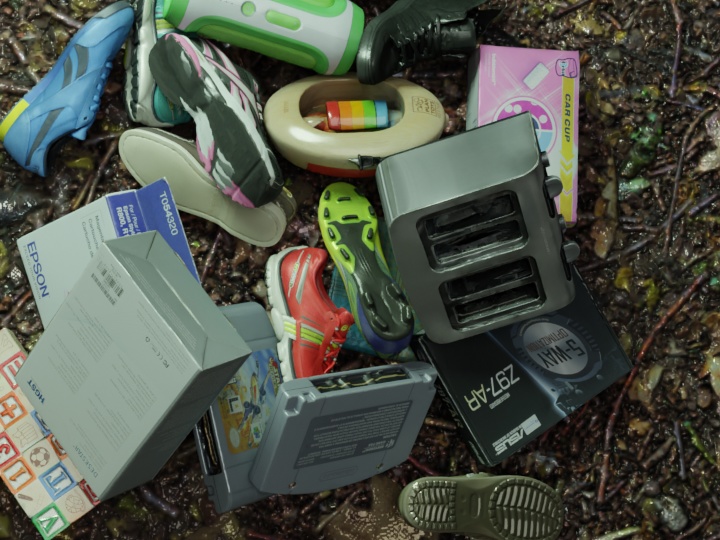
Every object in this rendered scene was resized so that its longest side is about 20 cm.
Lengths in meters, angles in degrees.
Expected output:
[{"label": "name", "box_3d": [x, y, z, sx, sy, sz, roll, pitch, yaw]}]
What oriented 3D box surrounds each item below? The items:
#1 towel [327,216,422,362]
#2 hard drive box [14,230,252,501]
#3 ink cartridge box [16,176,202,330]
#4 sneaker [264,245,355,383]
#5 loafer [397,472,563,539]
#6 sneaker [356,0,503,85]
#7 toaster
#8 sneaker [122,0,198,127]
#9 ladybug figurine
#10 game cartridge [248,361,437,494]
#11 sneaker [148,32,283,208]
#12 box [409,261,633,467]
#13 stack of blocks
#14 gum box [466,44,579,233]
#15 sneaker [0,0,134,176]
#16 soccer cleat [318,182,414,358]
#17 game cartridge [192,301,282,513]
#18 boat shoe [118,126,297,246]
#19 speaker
[{"label": "towel", "box_3d": [0.061, 0.029, 1.406, 0.198, 0.022, 0.148, 15, 83, -9]}, {"label": "hard drive box", "box_3d": [-0.217, 0.089, 1.206, 0.156, 0.077, 0.200, 50, 122, 16]}, {"label": "ink cartridge box", "box_3d": [-0.243, 0.031, 1.285, 0.043, 0.199, 0.198, -13, 84, -53]}, {"label": "sneaker", "box_3d": [-0.044, 0.072, 1.338, 0.084, 0.077, 0.202, -14, 85, 8]}, {"label": "loafer", "box_3d": [0.125, 0.249, 1.371, 0.198, 0.068, 0.076, 13, 83, -23]}, {"label": "sneaker", "box_3d": [0.077, -0.253, 1.376, 0.103, 0.060, 0.200, 11, 38, 21]}, {"label": "toaster", "box_3d": [0.111, -0.043, 1.303, 0.198, 0.119, 0.182, -17, 126, 6]}, {"label": "sneaker", "box_3d": [-0.209, -0.252, 1.378, 0.079, 0.077, 0.202, 3, 88, -28]}, {"label": "ladybug figurine", "box_3d": [-0.004, -0.150, 1.373, 0.198, 0.072, 0.137, 0, 48, -3]}, {"label": "game cartridge", "box_3d": [-0.018, 0.162, 1.304, 0.199, 0.040, 0.134, -4, 122, -41]}, {"label": "sneaker", "box_3d": [-0.128, -0.164, 1.321, 0.086, 0.080, 0.201, -22, 80, -47]}, {"label": "box", "box_3d": [0.173, 0.090, 1.391, 0.199, 0.044, 0.161, -31, 94, -15]}, {"label": "stack of blocks", "box_3d": [-0.348, 0.174, 1.307, 0.115, 0.059, 0.201, -35, 90, -10]}, {"label": "gum box", "box_3d": [0.176, -0.139, 1.416, 0.112, 0.066, 0.202, 3, 84, -7]}, {"label": "sneaker", "box_3d": [-0.289, -0.187, 1.341, 0.078, 0.066, 0.200, 40, 91, 4]}, {"label": "soccer cleat", "box_3d": [-0.001, 0.001, 1.349, 0.064, 0.084, 0.201, -14, 63, -17]}, {"label": "game cartridge", "box_3d": [-0.121, 0.134, 1.318, 0.133, 0.041, 0.202, -9, 84, -50]}, {"label": "boat shoe", "box_3d": [-0.160, -0.097, 1.364, 0.199, 0.072, 0.060, 28, 38, 4]}, {"label": "speaker", "box_3d": [-0.100, -0.266, 1.338, 0.198, 0.088, 0.089, 15, 82, -18]}]
